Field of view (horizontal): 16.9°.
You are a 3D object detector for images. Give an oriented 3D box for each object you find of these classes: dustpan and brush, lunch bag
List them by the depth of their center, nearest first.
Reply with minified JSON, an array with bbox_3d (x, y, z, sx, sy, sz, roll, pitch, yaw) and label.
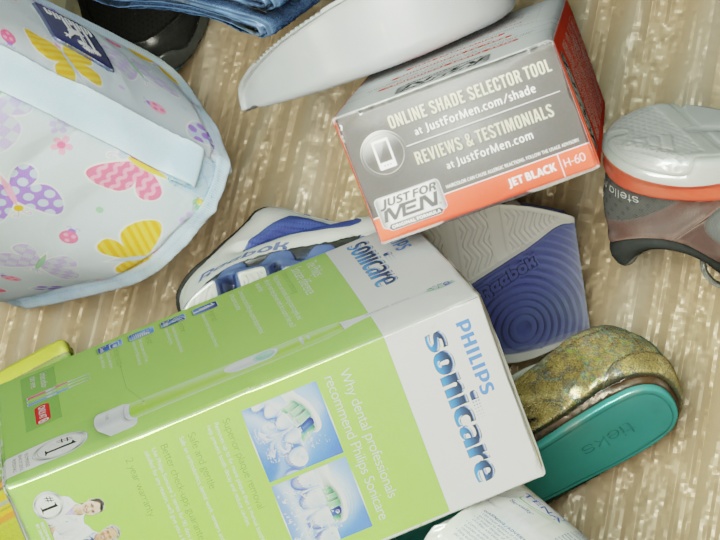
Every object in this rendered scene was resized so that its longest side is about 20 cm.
[{"bbox_3d":[0.032,-0.131,1.090,0.140,0.200,0.057,-26,99,-28],"label":"dustpan and brush"},{"bbox_3d":[-0.171,-0.068,1.138,0.200,0.170,0.127,-9,61,58],"label":"lunch bag"}]

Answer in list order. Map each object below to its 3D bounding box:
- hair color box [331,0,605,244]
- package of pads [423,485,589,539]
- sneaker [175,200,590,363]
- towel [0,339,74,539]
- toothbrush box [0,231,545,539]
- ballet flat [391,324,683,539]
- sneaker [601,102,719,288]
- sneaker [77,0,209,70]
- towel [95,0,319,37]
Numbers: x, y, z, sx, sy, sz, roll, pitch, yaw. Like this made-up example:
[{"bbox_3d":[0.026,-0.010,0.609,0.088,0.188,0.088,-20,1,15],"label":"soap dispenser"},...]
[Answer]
[{"bbox_3d":[0.054,-0.072,1.092,0.101,0.200,0.061,-19,98,11],"label":"hair color box"},{"bbox_3d":[0.070,0.203,0.990,0.154,0.068,0.200,38,128,26],"label":"package of pads"},{"bbox_3d":[-0.001,0.000,1.138,0.199,0.081,0.115,-10,19,-13],"label":"sneaker"},{"bbox_3d":[-0.144,0.136,1.150,0.086,0.018,0.200,-28,65,11],"label":"towel"},{"bbox_3d":[-0.043,0.065,1.005,0.200,0.146,0.086,-24,106,-5],"label":"toothbrush box"},{"bbox_3d":[0.053,0.089,1.108,0.200,0.071,0.071,-32,63,5],"label":"ballet flat"},{"bbox_3d":[0.206,-0.025,1.104,0.200,0.082,0.077,7,30,4],"label":"sneaker"},{"bbox_3d":[-0.127,-0.195,1.264,0.073,0.082,0.200,-13,67,11],"label":"sneaker"},{"bbox_3d":[-0.097,-0.160,1.158,0.200,0.049,0.112,10,32,28],"label":"towel"}]
